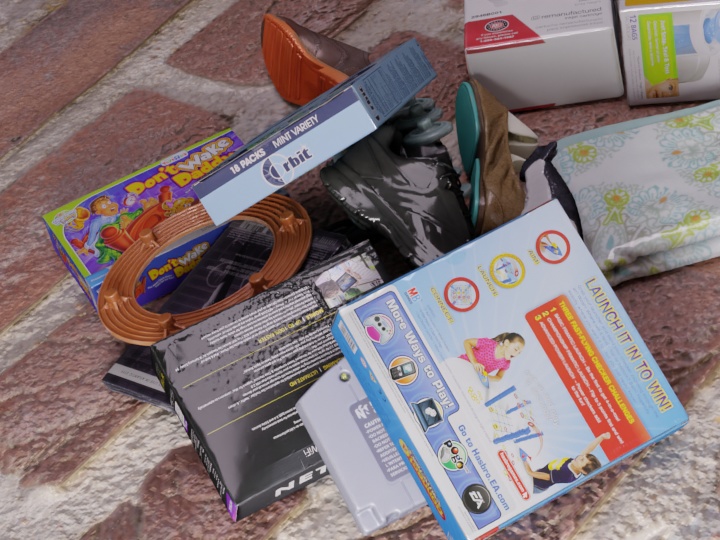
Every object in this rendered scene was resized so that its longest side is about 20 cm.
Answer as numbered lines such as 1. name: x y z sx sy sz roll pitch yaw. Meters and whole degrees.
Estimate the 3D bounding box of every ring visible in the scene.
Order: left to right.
1. ring: -0.136 -0.008 1.631 0.200 0.019 0.201 -16 34 11

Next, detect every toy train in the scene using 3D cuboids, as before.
1. toy train: 0.028 -0.096 1.703 0.113 0.086 0.200 -18 17 -2

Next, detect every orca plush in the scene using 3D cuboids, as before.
1. orca plush: 0.156 -0.005 1.605 0.105 0.071 0.201 -30 43 25

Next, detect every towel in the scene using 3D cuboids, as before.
1. towel: 0.273 -0.074 1.659 0.199 0.048 0.171 -16 38 -1

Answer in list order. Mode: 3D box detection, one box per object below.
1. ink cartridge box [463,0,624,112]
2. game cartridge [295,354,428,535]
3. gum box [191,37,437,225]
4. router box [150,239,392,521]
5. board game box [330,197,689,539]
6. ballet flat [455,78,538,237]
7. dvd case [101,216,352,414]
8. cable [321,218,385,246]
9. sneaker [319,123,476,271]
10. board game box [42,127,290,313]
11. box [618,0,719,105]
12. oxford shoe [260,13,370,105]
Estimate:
1. ink cartridge box: 0.177 -0.249 1.870 0.144 0.084 0.200 -8 39 10
2. game cartridge: 0.058 0.101 1.469 0.199 0.041 0.134 -25 81 -15
3. gum box: -0.036 -0.122 1.639 0.170 0.045 0.200 -29 7 23
4. router box: -0.046 0.085 1.511 0.199 0.051 0.150 -25 72 -14
5. board game box: 0.110 0.078 1.436 0.195 0.056 0.201 -26 78 -15
6. ballet flat: 0.128 -0.099 1.729 0.072 0.068 0.200 5 39 -8
7. dvd case: -0.113 0.037 1.615 0.148 0.016 0.200 13 57 47
8. cable: 0.000 0.000 1.652 0.199 0.051 0.163 3 42 22
9. sneaker: 0.059 -0.044 1.559 0.200 0.076 0.091 43 89 17
10. board game box: -0.176 -0.044 1.763 0.199 0.045 0.134 -27 40 -15
11. box: 0.344 -0.233 1.776 0.199 0.113 0.102 -3 40 12
12. oxford shoe: -0.034 -0.198 1.900 0.073 0.072 0.200 -15 42 -29
